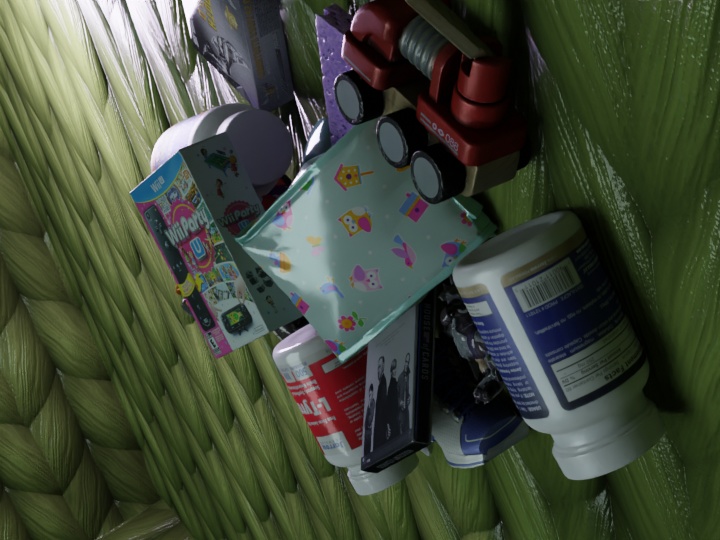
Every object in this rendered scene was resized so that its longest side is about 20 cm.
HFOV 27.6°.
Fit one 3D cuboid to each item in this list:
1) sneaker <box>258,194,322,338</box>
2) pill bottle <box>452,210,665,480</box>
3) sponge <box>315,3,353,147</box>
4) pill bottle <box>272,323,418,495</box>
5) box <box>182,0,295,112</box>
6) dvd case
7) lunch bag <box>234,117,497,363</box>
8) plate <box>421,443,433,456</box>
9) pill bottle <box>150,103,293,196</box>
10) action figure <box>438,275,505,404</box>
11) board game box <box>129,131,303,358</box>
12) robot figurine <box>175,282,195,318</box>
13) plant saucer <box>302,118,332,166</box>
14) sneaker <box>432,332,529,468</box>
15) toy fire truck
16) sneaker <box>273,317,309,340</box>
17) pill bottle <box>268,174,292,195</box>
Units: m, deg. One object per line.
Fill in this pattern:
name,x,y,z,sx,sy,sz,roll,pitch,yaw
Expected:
sneaker,-0.078,-0.004,1.525,0.071,0.112,0.200,104,159,-44
pill bottle,0.167,0.062,1.203,0.201,0.115,0.116,63,162,-8
sponge,0.009,-0.151,1.420,0.111,0.030,0.200,39,152,34
pill bottle,-0.012,0.157,1.725,0.201,0.112,0.112,63,162,-8
box,-0.144,-0.291,1.603,0.158,0.048,0.200,48,158,36
dvd case,0.040,0.099,1.533,0.150,0.025,0.201,137,140,-63
lunch bag,0.011,-0.043,1.382,0.170,0.122,0.200,48,121,-2
plate,0.019,0.110,1.801,0.200,0.032,0.200,28,144,59
pill bottle,-0.152,-0.126,1.630,0.200,0.112,0.112,-8,110,63
action figure,0.124,0.074,1.416,0.130,0.069,0.200,58,168,-23
board game box,-0.144,-0.022,1.499,0.147,0.064,0.201,-28,88,58
robot figurine,-0.133,-0.009,1.670,0.199,0.146,0.058,-3,165,32
plant saucer,-0.011,-0.069,1.606,0.200,0.036,0.200,50,159,28
sneaker,0.090,0.133,1.568,0.115,0.080,0.199,64,163,-17
toy fire truck,0.053,-0.175,1.170,0.176,0.128,0.200,48,147,34
sneaker,-0.056,0.089,1.823,0.201,0.066,0.090,62,160,-18
pill bottle,-0.104,-0.047,1.762,0.200,0.112,0.113,50,159,29
